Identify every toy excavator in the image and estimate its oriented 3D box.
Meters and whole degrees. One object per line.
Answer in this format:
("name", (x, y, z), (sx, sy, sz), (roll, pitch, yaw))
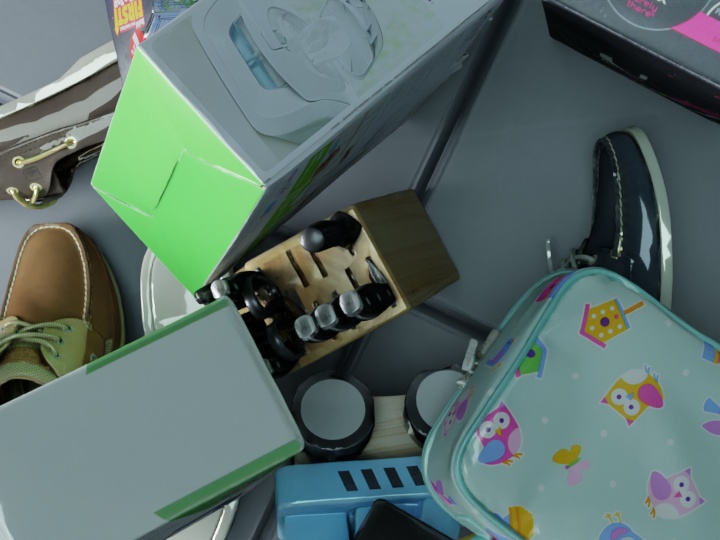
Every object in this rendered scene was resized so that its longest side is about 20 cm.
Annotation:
("toy excavator", (-0.011, 0.164, 0.954), (0.194, 0.100, 0.200), (-4, 65, -5))

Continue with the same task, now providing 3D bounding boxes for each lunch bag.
("lunch bag", (0.136, 0.103, 0.921), (0.200, 0.077, 0.160), (36, 83, -11))

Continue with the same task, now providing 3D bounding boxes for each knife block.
("knife block", (0.000, 0.000, 0.926), (0.200, 0.176, 0.064), (-27, 89, -30))

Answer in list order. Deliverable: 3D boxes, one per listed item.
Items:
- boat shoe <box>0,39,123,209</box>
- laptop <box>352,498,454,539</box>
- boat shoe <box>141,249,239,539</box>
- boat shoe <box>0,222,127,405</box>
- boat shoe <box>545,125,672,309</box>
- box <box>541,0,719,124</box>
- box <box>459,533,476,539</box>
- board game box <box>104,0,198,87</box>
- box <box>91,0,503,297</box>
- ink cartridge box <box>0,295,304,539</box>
("boat shoe", (-0.187, -0.073, 1.036), (0.200, 0.072, 0.060), (-29, 85, 2))
("laptop", (0.047, 0.258, 0.918), (0.116, 0.200, 0.187), (19, 69, 34))
("boat shoe", (-0.099, 0.075, 1.025), (0.075, 0.062, 0.200), (-4, 88, 9))
("boat shoe", (-0.181, 0.063, 1.011), (0.076, 0.074, 0.200), (-7, 67, 8))
("boat shoe", (0.142, 0.019, 0.995), (0.062, 0.075, 0.200), (-3, 101, -3))
("box", (0.172, -0.151, 0.916), (0.122, 0.200, 0.106), (28, 95, 6))
("box", (0.126, 0.172, 1.013), (0.200, 0.050, 0.075), (-21, 89, 9))
("board game box", (-0.095, -0.205, 0.956), (0.062, 0.200, 0.200), (-8, 93, -30))
("box", (-0.036, -0.094, 0.919), (0.176, 0.200, 0.097), (-42, 88, -21))
("ink cartridge box", (-0.124, 0.100, 0.870), (0.145, 0.200, 0.088), (-27, 85, -18))
